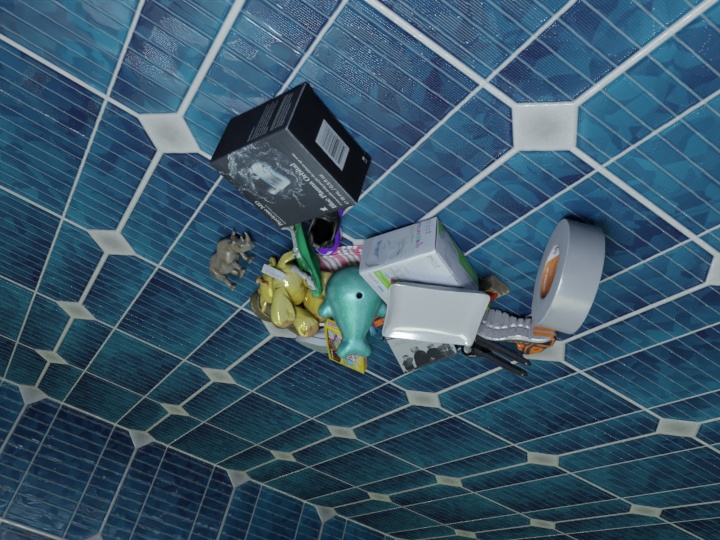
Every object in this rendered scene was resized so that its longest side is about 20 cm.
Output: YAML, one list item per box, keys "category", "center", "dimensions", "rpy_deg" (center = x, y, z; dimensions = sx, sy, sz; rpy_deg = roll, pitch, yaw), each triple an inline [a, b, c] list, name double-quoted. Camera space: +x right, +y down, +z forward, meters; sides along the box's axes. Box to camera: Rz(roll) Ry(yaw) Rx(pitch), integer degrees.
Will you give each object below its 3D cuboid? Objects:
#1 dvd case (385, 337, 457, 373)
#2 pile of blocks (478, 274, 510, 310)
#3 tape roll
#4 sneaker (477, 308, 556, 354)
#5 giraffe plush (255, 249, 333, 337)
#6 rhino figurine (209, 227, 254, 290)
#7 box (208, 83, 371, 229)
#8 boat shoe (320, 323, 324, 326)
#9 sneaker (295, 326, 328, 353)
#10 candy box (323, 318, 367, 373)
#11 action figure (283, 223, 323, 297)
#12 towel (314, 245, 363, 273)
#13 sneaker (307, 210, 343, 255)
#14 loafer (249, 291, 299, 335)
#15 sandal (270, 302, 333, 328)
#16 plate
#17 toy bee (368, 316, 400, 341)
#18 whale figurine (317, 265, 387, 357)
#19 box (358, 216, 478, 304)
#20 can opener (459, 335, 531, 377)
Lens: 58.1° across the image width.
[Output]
- category: "dvd case"
  center: [0.152, 0.179, 1.597]
  dimensions: [0.150, 0.025, 0.200]
  rpy_deg: [-20, 141, 5]
- category: "pile of blocks"
  center: [0.228, 0.066, 1.436]
  dimensions: [0.199, 0.062, 0.082]
  rpy_deg: [-7, 140, 30]
- category: "tape roll"
  center: [0.373, 0.010, 1.177]
  dimensions: [0.066, 0.201, 0.201]
  rpy_deg: [15, 146, 3]
- category: "sneaker"
  center: [0.349, 0.151, 1.497]
  dimensions: [0.199, 0.078, 0.112]
  rpy_deg: [11, 155, 22]
- category: "giraffe plush"
  center: [-0.170, 0.046, 1.472]
  dimensions: [0.200, 0.173, 0.162]
  rpy_deg: [44, 161, -22]
- category: "rhino figurine"
  center: [-0.298, -0.033, 1.507]
  dimensions: [0.087, 0.060, 0.200]
  rpy_deg: [33, 140, -7]
- category: "box"
  center: [-0.123, -0.194, 1.159]
  dimensions: [0.199, 0.118, 0.197]
  rpy_deg: [-13, 137, 37]
- category: "boat shoe"
  center: [-0.089, 0.098, 1.611]
  dimensions: [0.199, 0.071, 0.070]
  rpy_deg: [16, 126, -12]
- category: "sneaker"
  center: [-0.085, 0.176, 1.713]
  dimensions: [0.199, 0.071, 0.073]
  rpy_deg: [1, 151, 37]
- category: "candy box"
  center: [-0.034, 0.186, 1.576]
  dimensions: [0.102, 0.026, 0.200]
  rpy_deg: [20, 152, 13]
- category: "action figure"
  center: [-0.118, -0.023, 1.355]
  dimensions: [0.054, 0.118, 0.201]
  rpy_deg: [-16, 122, 5]
- category: "towel"
  center: [0.000, 0.000, 1.463]
  dimensions: [0.199, 0.030, 0.147]
  rpy_deg: [-3, 142, 25]
- category: "sneaker"
  center: [-0.078, -0.076, 1.320]
  dimensions: [0.069, 0.100, 0.200]
  rpy_deg: [16, 146, 3]
- category: "loafer"
  center: [-0.191, 0.103, 1.652]
  dimensions: [0.200, 0.076, 0.067]
  rpy_deg: [29, 144, -36]
- category: "sandal"
  center: [-0.122, 0.104, 1.549]
  dimensions: [0.199, 0.043, 0.076]
  rpy_deg: [-18, 110, 16]
- category: "plate"
  center: [0.151, 0.085, 1.338]
  dimensions: [0.198, 0.032, 0.200]
  rpy_deg: [7, 144, 1]
- category: "toy bee"
  center: [0.041, 0.091, 1.515]
  dimensions: [0.200, 0.131, 0.109]
  rpy_deg: [-10, 102, 57]
- category: "whale figurine"
  center: [-0.011, 0.089, 1.396]
  dimensions: [0.158, 0.201, 0.104]
  rpy_deg: [2, 178, -11]
- category: "box"
  center: [0.124, 0.007, 1.345]
  dimensions: [0.176, 0.097, 0.200]
  rpy_deg: [-18, 135, 28]
- category: "can opener"
  center: [0.317, 0.194, 1.541]
  dimensions: [0.078, 0.064, 0.199]
  rpy_deg: [-7, -162, -42]
